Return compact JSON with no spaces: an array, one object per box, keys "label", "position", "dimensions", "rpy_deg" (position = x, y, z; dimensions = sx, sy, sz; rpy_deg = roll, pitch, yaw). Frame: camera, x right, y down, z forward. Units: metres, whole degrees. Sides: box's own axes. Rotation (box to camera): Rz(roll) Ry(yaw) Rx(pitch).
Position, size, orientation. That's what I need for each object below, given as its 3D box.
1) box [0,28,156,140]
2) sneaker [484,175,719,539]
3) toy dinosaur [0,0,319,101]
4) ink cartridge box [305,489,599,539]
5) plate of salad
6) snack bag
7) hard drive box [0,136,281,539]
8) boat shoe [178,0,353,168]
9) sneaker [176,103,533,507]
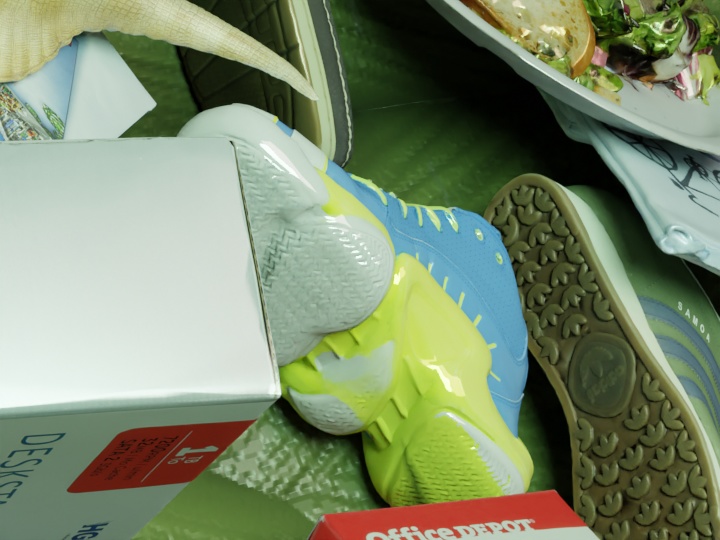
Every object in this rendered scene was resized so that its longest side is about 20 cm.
[{"label":"box","position":[-0.173,-0.096,0.932],"dimensions":[0.200,0.038,0.137],"rpy_deg":[53,43,-8]},{"label":"sneaker","position":[0.120,0.054,1.086],"dimensions":[0.090,0.067,0.201],"rpy_deg":[5,56,-47]},{"label":"toy dinosaur","position":[-0.109,-0.110,0.946],"dimensions":[0.199,0.058,0.102],"rpy_deg":[11,76,-31]},{"label":"ink cartridge box","position":[0.047,0.138,0.928],"dimensions":[0.116,0.067,0.200],"rpy_deg":[-1,38,-44]},{"label":"plate of salad","position":[0.082,-0.114,1.120],"dimensions":[0.199,0.048,0.200],"rpy_deg":[29,20,-12]},{"label":"snack bag","position":[0.150,-0.027,1.144],"dimensions":[0.188,0.021,0.200],"rpy_deg":[26,21,-34]},{"label":"hard drive box","position":[-0.143,0.029,0.762],"dimensions":[0.199,0.156,0.077],"rpy_deg":[-4,70,-23]},{"label":"boat shoe","position":[-0.037,-0.125,1.052],"dimensions":[0.066,0.072,0.202],"rpy_deg":[-8,70,-40]},{"label":"sneaker","position":[0.000,0.000,1.015],"dimensions":[0.200,0.075,0.105],"rpy_deg":[57,31,-31]}]
